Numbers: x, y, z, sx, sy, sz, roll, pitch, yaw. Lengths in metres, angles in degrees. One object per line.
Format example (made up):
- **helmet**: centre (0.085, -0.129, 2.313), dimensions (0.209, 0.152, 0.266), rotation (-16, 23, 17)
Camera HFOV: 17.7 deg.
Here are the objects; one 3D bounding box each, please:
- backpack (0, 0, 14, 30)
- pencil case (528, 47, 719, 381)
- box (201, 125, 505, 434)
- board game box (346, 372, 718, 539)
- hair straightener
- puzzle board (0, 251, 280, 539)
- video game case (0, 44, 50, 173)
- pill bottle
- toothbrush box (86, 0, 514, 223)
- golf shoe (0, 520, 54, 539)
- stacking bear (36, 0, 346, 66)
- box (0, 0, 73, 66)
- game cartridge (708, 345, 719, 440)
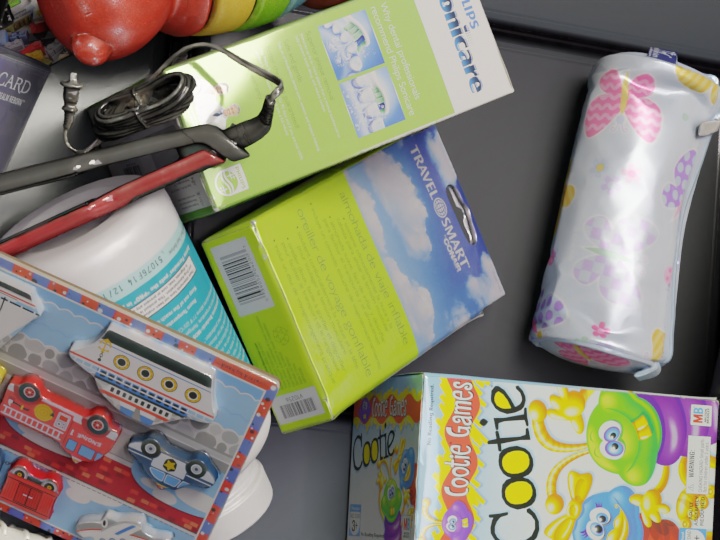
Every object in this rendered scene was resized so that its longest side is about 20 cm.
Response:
- **backpack**: centre (-0.215, -0.236, 1.219), dimensions (0.126, 0.167, 0.201), rotation (22, 73, 1)
- **pencil case**: centre (0.169, -0.035, 1.448), dimensions (0.090, 0.083, 0.202), rotation (15, 80, 0)
- **box**: centre (0.000, 0.000, 1.355), dimensions (0.200, 0.047, 0.123), rotation (-32, 101, -52)
- **board game box**: centre (0.104, 0.121, 1.396), dimensions (0.198, 0.105, 0.104), rotation (6, 84, -23)
- **hair straightener**: centre (-0.134, -0.069, 1.209), dimensions (0.199, 0.041, 0.077), rotation (-22, 95, 11)
- **puzzle board**: centre (-0.160, 0.078, 1.233), dimensions (0.199, 0.017, 0.151), rotation (24, 121, -3)
- **video game case**: centre (-0.242, -0.031, 1.219), dimensions (0.019, 0.143, 0.201), rotation (25, 93, 21)
- **pill bottle**: centre (-0.119, 0.057, 1.287), dimensions (0.110, 0.111, 0.201), rotation (-34, 114, -22)
- **toothbrush box**: centre (-0.037, -0.098, 1.328), dimensions (0.199, 0.145, 0.087), rotation (-25, 96, -24)
- **golf shoe**: centre (-0.214, 0.159, 1.271), dimensions (0.198, 0.075, 0.092), rotation (-7, 86, -25)
- **stacking bear**: centre (-0.091, -0.176, 1.269), dimensions (0.199, 0.113, 0.122), rotation (-29, 99, -33)
- **box**: centre (-0.150, -0.196, 1.345), dimensions (0.199, 0.035, 0.111), rotation (-31, 99, -23)
- **game cartridge**: centre (0.257, 0.003, 1.462), dimensions (0.038, 0.130, 0.202), rotation (14, 80, 1)
